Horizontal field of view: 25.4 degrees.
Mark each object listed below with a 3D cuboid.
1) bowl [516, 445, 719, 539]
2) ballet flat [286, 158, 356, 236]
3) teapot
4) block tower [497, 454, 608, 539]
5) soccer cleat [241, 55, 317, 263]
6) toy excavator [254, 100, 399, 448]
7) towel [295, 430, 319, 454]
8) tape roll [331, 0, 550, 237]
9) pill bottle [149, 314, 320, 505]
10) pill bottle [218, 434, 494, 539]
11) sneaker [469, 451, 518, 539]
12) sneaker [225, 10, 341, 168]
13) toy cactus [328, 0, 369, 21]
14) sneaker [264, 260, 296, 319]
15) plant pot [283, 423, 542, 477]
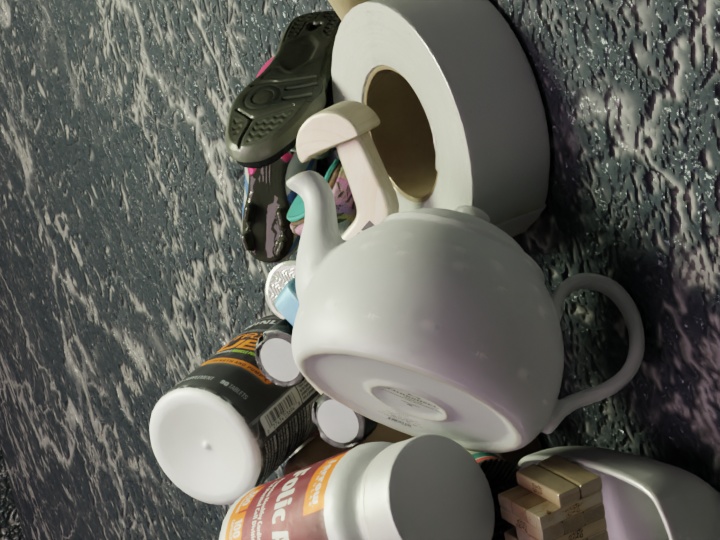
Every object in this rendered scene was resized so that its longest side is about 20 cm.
[{"bbox_3d":[0.202,0.214,1.124,0.199,0.074,0.201,3,112,64],"label":"bowl"},{"bbox_3d":[-0.014,-0.050,1.349,0.071,0.069,0.200,30,171,-7],"label":"ballet flat"},{"bbox_3d":[0.060,0.026,1.081,0.197,0.147,0.200,2,153,44],"label":"teapot"},{"bbox_3d":[0.143,0.233,1.110,0.058,0.054,0.201,23,128,60],"label":"block tower"},{"bbox_3d":[-0.072,-0.107,1.467,0.069,0.086,0.201,13,109,12],"label":"soccer cleat"},{"bbox_3d":[0.000,0.000,1.197,0.194,0.100,0.200,45,124,8],"label":"toy excavator"},{"bbox_3d":[0.015,0.199,1.437,0.023,0.144,0.201,-39,71,35],"label":"towel"},{"bbox_3d":[0.057,-0.109,1.186,0.202,0.071,0.203,45,146,43],"label":"tape roll"},{"bbox_3d":[-0.081,0.103,1.332,0.106,0.200,0.107,11,117,24],"label":"pill bottle"},{"bbox_3d":[-0.004,0.188,1.144,0.200,0.114,0.115,-28,82,46],"label":"pill bottle"},{"bbox_3d":[0.059,0.212,1.218,0.093,0.070,0.201,51,126,60],"label":"sneaker"},{"bbox_3d":[-0.045,-0.118,1.296,0.076,0.200,0.115,-3,123,19],"label":"sneaker"},{"bbox_3d":[-0.017,-0.262,1.229,0.200,0.102,0.165,40,162,44],"label":"toy cactus"},{"bbox_3d":[0.033,0.033,1.326,0.199,0.115,0.074,20,99,24],"label":"sneaker"},{"bbox_3d":[0.034,0.176,1.330,0.200,0.174,0.201,47,147,43],"label":"plant pot"}]
